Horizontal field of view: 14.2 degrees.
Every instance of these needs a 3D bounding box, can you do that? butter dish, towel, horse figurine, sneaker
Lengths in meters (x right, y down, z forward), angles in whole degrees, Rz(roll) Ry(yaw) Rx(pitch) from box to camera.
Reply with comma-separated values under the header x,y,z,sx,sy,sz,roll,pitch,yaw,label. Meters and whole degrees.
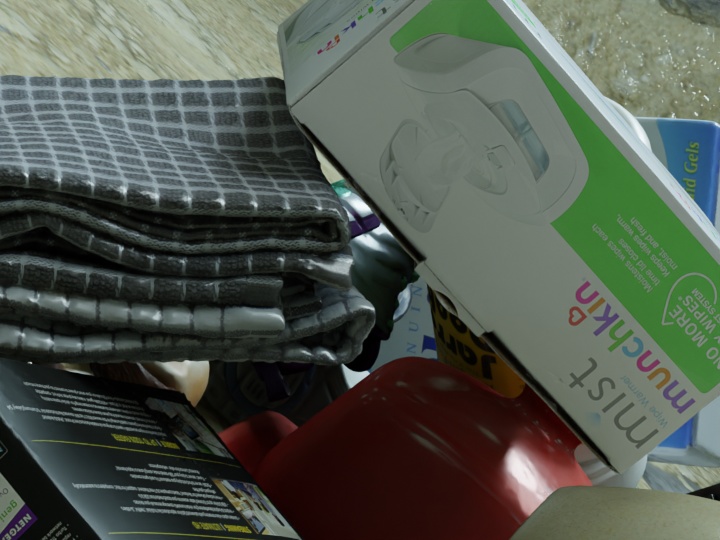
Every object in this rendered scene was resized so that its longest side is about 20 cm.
x,y,z,sx,sy,sz,roll,pitch,yaw,label
0.048,0.103,1.276,0.199,0.148,0.200,45,9,5,butter dish
-0.103,-0.023,1.116,0.200,0.086,0.166,1,15,-12,towel
-0.110,0.024,1.267,0.133,0.050,0.200,36,9,-20,horse figurine
-0.027,0.062,1.434,0.200,0.075,0.087,48,-4,-14,sneaker
0.000,0.000,1.384,0.200,0.074,0.088,-23,95,-47,sneaker

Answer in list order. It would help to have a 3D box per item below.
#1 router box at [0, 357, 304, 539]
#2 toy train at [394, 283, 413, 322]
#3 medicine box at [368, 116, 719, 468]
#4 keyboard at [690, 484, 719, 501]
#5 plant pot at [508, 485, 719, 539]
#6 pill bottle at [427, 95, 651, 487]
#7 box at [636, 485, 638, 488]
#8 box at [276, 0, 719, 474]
x,y,z,sx,sy,sz,roll,pitch,yaw,label
-0.076,0.104,1.040,0.149,0.051,0.200,48,10,19,router box
-0.044,-0.014,1.523,0.114,0.085,0.200,35,-6,-24,toy train
0.109,0.009,1.600,0.200,0.182,0.103,4,-7,21,medicine box
0.176,0.184,1.270,0.021,0.127,0.200,41,38,-51,keyboard
0.099,0.160,1.099,0.134,0.200,0.200,39,9,8,plant pot
0.089,0.021,1.376,0.113,0.113,0.200,53,-21,45,pill bottle
0.155,0.179,1.527,0.200,0.036,0.144,48,-16,9,box
0.063,-0.038,1.175,0.200,0.097,0.176,48,7,-12,box
